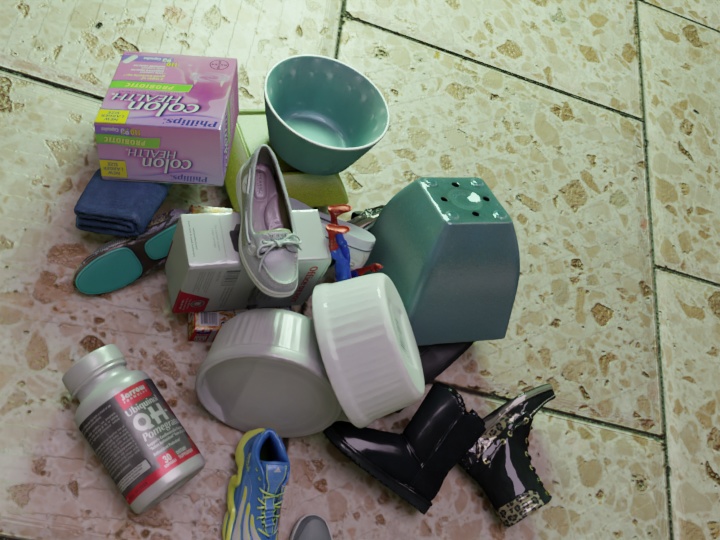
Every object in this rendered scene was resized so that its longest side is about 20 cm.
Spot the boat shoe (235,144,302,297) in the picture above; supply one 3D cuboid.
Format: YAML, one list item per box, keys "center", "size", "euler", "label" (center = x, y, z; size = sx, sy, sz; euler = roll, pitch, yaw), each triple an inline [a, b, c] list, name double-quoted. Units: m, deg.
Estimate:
- center: [-0.118, -0.064, 1.200]
  size: [0.074, 0.065, 0.204]
  euler: [0, 64, -22]
  label: "boat shoe"

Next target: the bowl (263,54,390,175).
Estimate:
- center: [-0.063, -0.224, 1.424]
  size: [0.199, 0.105, 0.202]
  euler: [12, 49, -14]
  label: "bowl"

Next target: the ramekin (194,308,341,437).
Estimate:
- center: [-0.119, 0.136, 1.261]
  size: [0.200, 0.203, 0.095]
  euler: [18, 48, -14]
  label: "ramekin"

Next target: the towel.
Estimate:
- center: [-0.329, -0.125, 1.342]
  size: [0.110, 0.049, 0.201]
  euler: [9, 42, 7]
  label: "towel"

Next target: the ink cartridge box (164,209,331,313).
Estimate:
- center: [-0.158, -0.012, 1.283]
  size: [0.198, 0.145, 0.084]
  euler: [-4, 64, -23]
  label: "ink cartridge box"

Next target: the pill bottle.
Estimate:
- center: [-0.297, 0.200, 1.196]
  size: [0.110, 0.111, 0.201]
  euler: [-32, 81, -32]
  label: "pill bottle"

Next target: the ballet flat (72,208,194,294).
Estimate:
- center: [-0.318, -0.030, 1.325]
  size: [0.199, 0.072, 0.073]
  euler: [-27, 77, -10]
  label: "ballet flat"

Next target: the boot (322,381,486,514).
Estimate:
- center: [0.066, 0.227, 1.328]
  size: [0.199, 0.076, 0.169]
  euler: [37, 81, -9]
  label: "boot"

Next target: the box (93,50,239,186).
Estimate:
- center: [-0.275, -0.224, 1.348]
  size: [0.174, 0.097, 0.201]
  euler: [4, 42, -1]
  label: "box"

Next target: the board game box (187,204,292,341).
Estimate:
- center: [-0.181, 0.006, 1.380]
  size: [0.150, 0.046, 0.202]
  euler: [5, 64, -21]
  label: "board game box"

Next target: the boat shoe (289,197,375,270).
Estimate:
- center: [-0.080, -0.054, 1.390]
  size: [0.198, 0.070, 0.071]
  euler: [21, 20, -5]
  label: "boat shoe"

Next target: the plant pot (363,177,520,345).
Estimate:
- center: [0.130, -0.029, 1.402]
  size: [0.194, 0.201, 0.197]
  euler: [-3, 41, -24]
  label: "plant pot"

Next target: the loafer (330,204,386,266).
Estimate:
- center: [-0.008, -0.071, 1.481]
  size: [0.199, 0.072, 0.063]
  euler: [-31, 74, -30]
  label: "loafer"

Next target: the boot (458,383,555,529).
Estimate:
- center: [0.248, 0.279, 1.412]
  size: [0.202, 0.074, 0.154]
  euler: [-28, 76, -24]
  label: "boot"

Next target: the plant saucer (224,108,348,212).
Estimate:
- center: [-0.129, -0.190, 1.472]
  size: [0.198, 0.048, 0.201]
  euler: [-6, 56, -28]
  label: "plant saucer"

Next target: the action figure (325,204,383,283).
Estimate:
- center: [0.000, 0.000, 1.337]
  size: [0.098, 0.201, 0.066]
  euler: [5, 47, 3]
  label: "action figure"

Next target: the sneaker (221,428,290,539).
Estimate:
- center: [-0.136, 0.301, 1.220]
  size: [0.075, 0.105, 0.202]
  euler: [6, 63, -20]
  label: "sneaker"

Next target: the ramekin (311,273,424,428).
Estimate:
- center: [0.015, 0.101, 1.248]
  size: [0.097, 0.201, 0.203]
  euler: [-18, 69, 10]
  label: "ramekin"

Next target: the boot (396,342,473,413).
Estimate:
- center: [0.071, 0.099, 1.431]
  size: [0.200, 0.066, 0.165]
  euler: [-38, 86, -32]
  label: "boot"

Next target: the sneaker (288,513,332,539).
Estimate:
- center: [-0.053, 0.407, 1.193]
  size: [0.083, 0.121, 0.202]
  euler: [8, 62, -19]
  label: "sneaker"
